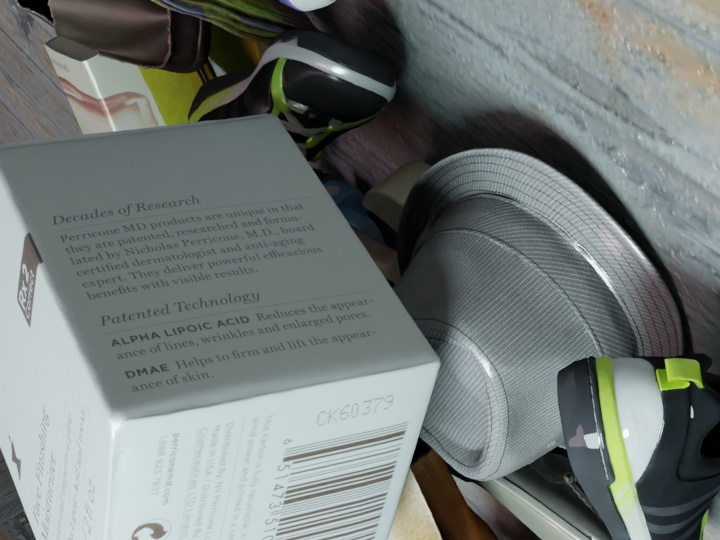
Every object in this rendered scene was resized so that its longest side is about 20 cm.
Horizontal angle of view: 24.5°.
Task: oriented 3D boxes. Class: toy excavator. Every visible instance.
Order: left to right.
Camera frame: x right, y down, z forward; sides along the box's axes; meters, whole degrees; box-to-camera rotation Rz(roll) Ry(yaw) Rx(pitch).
[{"bbox_3d":[0.000,0.000,1.035,0.199,0.100,0.196,24,140,39],"label":"toy excavator"}]

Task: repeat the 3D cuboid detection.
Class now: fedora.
[{"bbox_3d":[0.065,0.040,0.844,0.177,0.090,0.200,49,155,2],"label":"fedora"}]

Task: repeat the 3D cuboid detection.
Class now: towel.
[{"bbox_3d":[-0.117,-0.198,0.987,0.023,0.143,0.200,-56,50,19],"label":"towel"},{"bbox_3d":[-0.121,-0.120,1.105,0.201,0.018,0.086,64,148,18],"label":"towel"},{"bbox_3d":[-0.087,-0.153,1.100,0.200,0.018,0.087,45,156,40],"label":"towel"}]

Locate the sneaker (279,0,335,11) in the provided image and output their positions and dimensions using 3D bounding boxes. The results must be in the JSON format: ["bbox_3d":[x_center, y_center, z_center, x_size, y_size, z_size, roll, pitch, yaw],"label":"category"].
[{"bbox_3d":[-0.105,-0.204,0.884,0.201,0.146,0.080,66,-156,4],"label":"sneaker"}]

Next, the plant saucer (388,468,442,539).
[{"bbox_3d":[-0.006,0.115,0.976,0.201,0.035,0.200,59,169,19],"label":"plant saucer"}]

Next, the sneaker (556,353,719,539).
[{"bbox_3d":[0.152,0.092,0.772,0.200,0.082,0.072,49,-149,-59],"label":"sneaker"}]

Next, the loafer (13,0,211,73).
[{"bbox_3d":[-0.165,-0.166,1.068,0.199,0.071,0.074,20,114,49],"label":"loafer"}]

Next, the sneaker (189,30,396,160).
[{"bbox_3d":[-0.045,-0.073,0.948,0.071,0.084,0.200,20,163,-23],"label":"sneaker"}]

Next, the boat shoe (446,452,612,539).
[{"bbox_3d":[0.099,0.113,0.977,0.200,0.057,0.067,32,163,48],"label":"boat shoe"}]

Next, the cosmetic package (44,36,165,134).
[{"bbox_3d":[-0.154,-0.095,1.273,0.103,0.087,0.201,28,143,59],"label":"cosmetic package"}]

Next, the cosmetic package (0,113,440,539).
[{"bbox_3d":[-0.088,0.050,0.836,0.200,0.164,0.166,55,144,41],"label":"cosmetic package"}]

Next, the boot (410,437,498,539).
[{"bbox_3d":[0.042,0.162,1.044,0.201,0.068,0.188,55,175,-21],"label":"boot"}]
